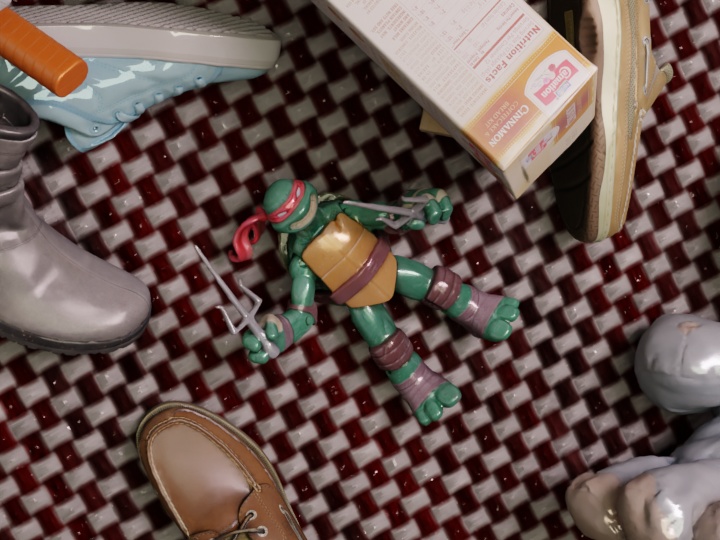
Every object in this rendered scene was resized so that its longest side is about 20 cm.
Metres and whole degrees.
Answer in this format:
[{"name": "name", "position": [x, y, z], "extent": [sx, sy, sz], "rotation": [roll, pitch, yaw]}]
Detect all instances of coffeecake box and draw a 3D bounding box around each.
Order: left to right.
[{"name": "coffeecake box", "position": [0.037, -0.140, 0.748], "extent": [0.200, 0.153, 0.073], "rotation": [45, 95, 8]}]

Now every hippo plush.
[{"name": "hippo plush", "position": [0.238, 0.107, 0.841], "extent": [0.198, 0.159, 0.163], "rotation": [12, 84, 9]}]

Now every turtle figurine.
[{"name": "turtle figurine", "position": [0.000, 0.000, 0.821], "extent": [0.150, 0.101, 0.200], "rotation": [-44, 118, 14]}]

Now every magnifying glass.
[{"name": "magnifying glass", "position": [-0.233, -0.157, 0.752], "extent": [0.199, 0.022, 0.080], "rotation": [34, 60, 18]}]

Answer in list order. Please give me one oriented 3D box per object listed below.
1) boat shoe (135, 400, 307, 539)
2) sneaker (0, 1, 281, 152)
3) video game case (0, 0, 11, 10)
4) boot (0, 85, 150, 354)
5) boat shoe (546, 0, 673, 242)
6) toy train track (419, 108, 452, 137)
[{"name": "boat shoe", "position": [-0.070, 0.169, 0.848], "extent": [0.072, 0.068, 0.201], "rotation": [-38, 101, 0]}, {"name": "sneaker", "position": [-0.147, -0.115, 0.805], "extent": [0.197, 0.074, 0.083], "rotation": [0, 115, -6]}, {"name": "video game case", "position": [-0.302, -0.160, 0.726], "extent": [0.199, 0.023, 0.183], "rotation": [-33, 68, 7]}, {"name": "boot", "position": [-0.202, -0.036, 0.766], "extent": [0.198, 0.070, 0.132], "rotation": [19, 127, -12]}, {"name": "boat shoe", "position": [0.165, -0.119, 0.849], "extent": [0.075, 0.072, 0.203], "rotation": [-3, 98, -20]}, {"name": "toy train track", "position": [0.070, -0.183, 0.840], "extent": [0.113, 0.033, 0.202], "rotation": [12, 89, 9]}]
